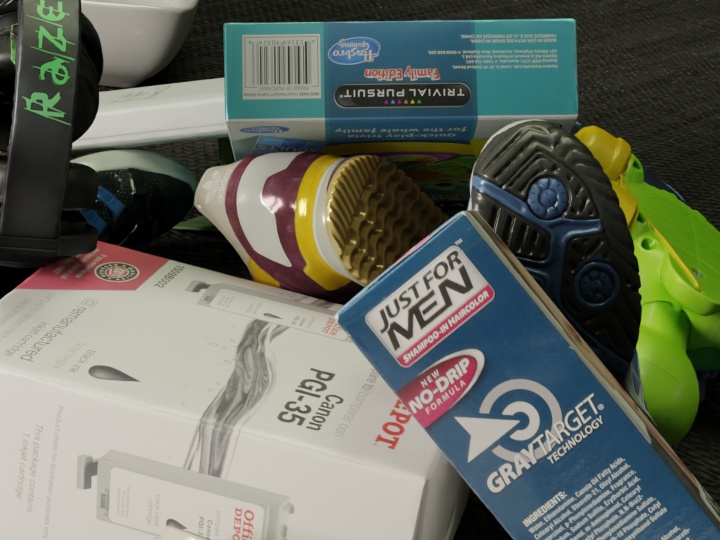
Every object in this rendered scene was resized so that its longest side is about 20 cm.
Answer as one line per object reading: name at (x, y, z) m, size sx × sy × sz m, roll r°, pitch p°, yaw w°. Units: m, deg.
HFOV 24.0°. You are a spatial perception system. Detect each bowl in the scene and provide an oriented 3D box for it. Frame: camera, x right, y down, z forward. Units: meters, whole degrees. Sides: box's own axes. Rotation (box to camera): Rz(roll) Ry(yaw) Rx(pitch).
bowl at (-0.223, -0.197, 1.272) m, size 0.200 × 0.075 × 0.200 m, roll 8°, pitch 23°, yaw -7°

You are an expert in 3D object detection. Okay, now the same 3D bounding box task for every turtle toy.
turtle toy at (0.146, 0.019, 0.876) m, size 0.146 × 0.101 × 0.200 m, roll 33°, pitch 24°, yaw -7°

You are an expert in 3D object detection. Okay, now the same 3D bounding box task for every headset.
headset at (-0.159, -0.056, 0.730) m, size 0.094 × 0.124 × 0.200 m, roll 4°, pitch -22°, yaw -14°

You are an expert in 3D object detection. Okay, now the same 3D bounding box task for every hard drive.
hard drive at (-0.076, -0.094, 0.966) m, size 0.200 × 0.026 × 0.132 m, roll -6°, pitch 11°, yaw 2°

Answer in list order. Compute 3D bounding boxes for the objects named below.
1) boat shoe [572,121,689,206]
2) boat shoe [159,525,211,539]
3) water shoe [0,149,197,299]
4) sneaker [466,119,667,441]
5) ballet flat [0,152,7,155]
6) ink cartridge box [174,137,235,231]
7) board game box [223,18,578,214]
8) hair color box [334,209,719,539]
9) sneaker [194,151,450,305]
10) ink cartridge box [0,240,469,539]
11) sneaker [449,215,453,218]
boat shoe at (0.126, -0.063, 1.120) m, size 0.200 × 0.084 × 0.069 m, roll 38°, pitch 24°, yaw 19°
boat shoe at (0.009, 0.151, 0.590) m, size 0.200 × 0.057 × 0.067 m, roll 20°, pitch -11°, yaw 14°
water shoe at (-0.161, -0.007, 0.882) m, size 0.200 × 0.072 × 0.079 m, roll -15°, pitch 55°, yaw -39°
sneaker at (0.081, 0.032, 0.725) m, size 0.076 × 0.200 × 0.077 m, roll -14°, pitch 16°, yaw -6°
ballet flat at (-0.264, -0.103, 1.044) m, size 0.070 × 0.065 × 0.200 m, roll -10°, pitch 30°, yaw -39°
ink cartridge box at (-0.020, -0.072, 1.048) m, size 0.104 × 0.059 × 0.200 m, roll 6°, pitch 17°, yaw 34°
board game box at (0.016, -0.067, 0.813) m, size 0.151 × 0.047 × 0.200 m, roll -1°, pitch -10°, yaw -1°
hair color box at (0.079, 0.072, 0.611) m, size 0.200 × 0.061 × 0.100 m, roll 51°, pitch 6°, yaw 1°
sneaker at (0.000, 0.000, 0.811) m, size 0.090 × 0.075 × 0.200 m, roll 8°, pitch -25°, yaw 31°
ink cartridge box at (-0.056, 0.066, 0.708) m, size 0.200 × 0.083 × 0.147 m, roll 14°, pitch 22°, yaw 10°
sneaker at (0.012, -0.020, 0.952) m, size 0.076 × 0.075 × 0.200 m, roll 15°, pitch 22°, yaw 11°
